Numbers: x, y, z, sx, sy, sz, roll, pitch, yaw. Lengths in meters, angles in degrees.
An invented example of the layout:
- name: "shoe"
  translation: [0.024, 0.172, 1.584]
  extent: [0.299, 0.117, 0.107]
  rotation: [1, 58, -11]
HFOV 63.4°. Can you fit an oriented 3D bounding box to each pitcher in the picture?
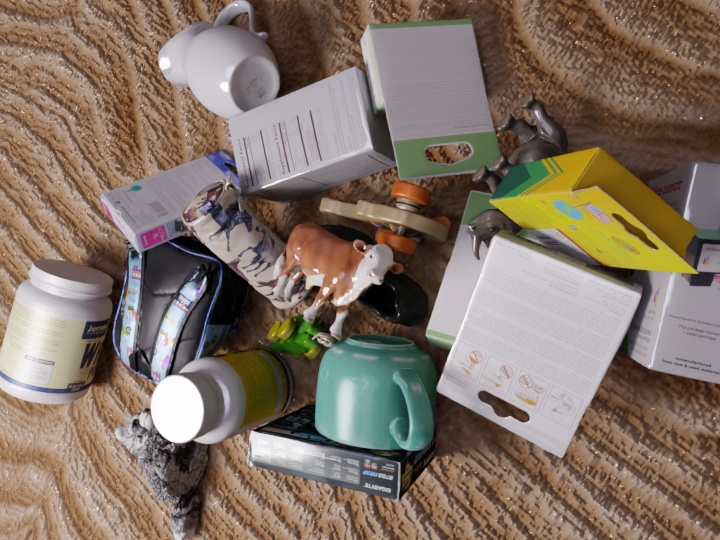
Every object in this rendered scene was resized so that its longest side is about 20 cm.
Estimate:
- name: "pitcher"
  translation: [-0.186, -0.314, 0.846]
  extent: [0.172, 0.121, 0.200]
  rotation: [-51, 50, -2]

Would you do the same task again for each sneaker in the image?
- name: "sneaker"
  translation: [0.000, 0.000, 0.780]
  extent: [0.199, 0.091, 0.076]
  rotation: [36, 103, 20]

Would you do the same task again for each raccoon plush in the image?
- name: "raccoon plush"
  translation: [-0.322, 0.314, 0.907]
  extent: [0.133, 0.096, 0.203]
  rotation: [10, 93, 30]

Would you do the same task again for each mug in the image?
- name: "mug"
  translation: [0.034, 0.145, 0.724]
  extent: [0.183, 0.151, 0.116]
  rotation: [5, 91, 34]

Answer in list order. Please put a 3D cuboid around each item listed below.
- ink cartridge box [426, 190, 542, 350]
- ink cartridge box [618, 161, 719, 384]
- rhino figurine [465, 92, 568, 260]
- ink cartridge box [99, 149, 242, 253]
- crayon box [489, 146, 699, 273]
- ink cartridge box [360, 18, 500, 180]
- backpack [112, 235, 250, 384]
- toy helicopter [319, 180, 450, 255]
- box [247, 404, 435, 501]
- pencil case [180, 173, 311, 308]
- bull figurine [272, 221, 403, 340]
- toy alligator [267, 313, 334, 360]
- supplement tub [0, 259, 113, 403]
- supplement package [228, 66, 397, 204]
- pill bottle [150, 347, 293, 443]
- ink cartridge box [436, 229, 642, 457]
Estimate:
- name: "ink cartridge box"
  translation: [0.179, 0.011, 0.724]
  extent: [0.144, 0.048, 0.202]
  rotation: [14, 73, 21]
- name: "ink cartridge box"
  translation: [0.339, 0.001, 0.605]
  extent: [0.083, 0.145, 0.202]
  rotation: [12, 93, 10]
- name: "rhino figurine"
  translation: [0.182, -0.101, 0.688]
  extent: [0.087, 0.060, 0.202]
  rotation: [30, 80, -18]
- name: "ink cartridge box"
  translation: [-0.258, -0.107, 0.852]
  extent: [0.119, 0.199, 0.042]
  rotation: [39, 147, 34]
- name: "crayon box"
  translation: [0.225, -0.056, 0.568]
  extent: [0.126, 0.200, 0.051]
  rotation: [35, 87, -13]
- name: "ink cartridge box"
  translation: [0.089, -0.210, 0.732]
  extent: [0.144, 0.048, 0.203]
  rotation: [-9, 85, -15]
- name: "backpack"
  translation: [-0.265, 0.059, 0.862]
  extent: [0.181, 0.134, 0.202]
  rotation: [19, 96, 21]
- name: "toy helicopter"
  translation: [0.029, -0.069, 0.763]
  extent: [0.199, 0.132, 0.080]
  rotation: [16, 91, 40]
- name: "box"
  translation: [-0.018, 0.223, 0.744]
  extent: [0.198, 0.159, 0.047]
  rotation: [5, 92, 21]
- name: "pencil case"
  translation: [-0.144, -0.033, 0.794]
  extent: [0.089, 0.078, 0.200]
  rotation: [-26, 124, 29]
- name: "bull figurine"
  translation: [-0.036, 0.005, 0.712]
  extent: [0.199, 0.065, 0.122]
  rotation: [29, 88, 50]
- name: "toy alligator"
  translation: [-0.073, 0.082, 0.795]
  extent: [0.059, 0.199, 0.055]
  rotation: [37, 64, -17]
- name: "supplement tub"
  translation: [-0.492, 0.096, 0.949]
  extent: [0.144, 0.145, 0.202]
  rotation: [21, 96, 21]
- name: "supplement package"
  translation: [-0.062, -0.175, 0.796]
  extent: [0.198, 0.114, 0.111]
  rotation: [-15, 84, 22]
- name: "pill bottle"
  translation: [-0.183, 0.169, 0.790]
  extent: [0.110, 0.200, 0.113]
  rotation: [-1, 88, 21]
- name: "ink cartridge box"
  translation: [0.191, 0.078, 0.643]
  extent: [0.161, 0.050, 0.202]
  rotation: [25, 112, 21]
